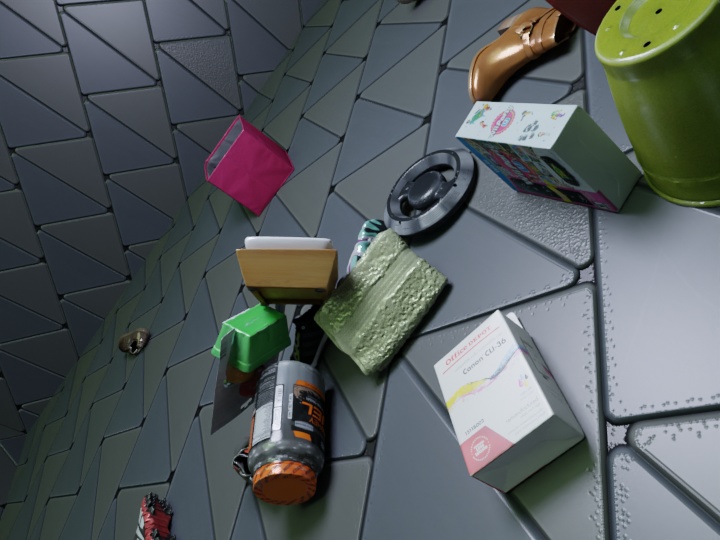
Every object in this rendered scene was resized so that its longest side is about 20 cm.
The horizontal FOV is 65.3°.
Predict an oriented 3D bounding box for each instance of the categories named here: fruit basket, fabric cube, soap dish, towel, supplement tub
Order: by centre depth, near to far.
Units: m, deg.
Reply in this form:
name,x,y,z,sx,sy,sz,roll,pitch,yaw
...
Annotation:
name,x,y,z,sx,sy,sz,roll,pitch,yaw
towel,0.031,0.050,0.891,0.201,0.148,0.036,-50,-14,5
supplement tub,-0.117,0.259,0.907,0.122,0.122,0.202,-39,34,28
soap dish,-0.114,0.008,0.936,0.200,0.154,0.083,99,172,-78
fruit basket,-0.204,0.168,1.009,0.185,0.093,0.203,-31,-37,-56
fabric cube,-0.356,-0.334,1.787,0.201,0.198,0.197,-49,30,11

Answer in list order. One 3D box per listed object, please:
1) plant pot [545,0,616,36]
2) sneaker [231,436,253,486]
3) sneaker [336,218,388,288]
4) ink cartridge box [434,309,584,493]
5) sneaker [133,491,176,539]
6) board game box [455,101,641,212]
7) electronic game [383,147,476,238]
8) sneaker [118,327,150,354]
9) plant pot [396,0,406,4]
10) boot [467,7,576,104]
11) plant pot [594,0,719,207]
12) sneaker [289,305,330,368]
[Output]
name,x,y,z,sx,sy,sz,roll,pitch,yaw
plant pot,0.387,-0.438,0.771,0.198,0.175,0.203,-9,54,53
sneaker,-0.189,0.330,0.989,0.199,0.081,0.078,3,63,57
sneaker,0.000,0.000,1.038,0.141,0.077,0.201,-58,2,38
ink cartridge box,0.159,0.135,0.663,0.116,0.067,0.201,-44,31,21
sneaker,-0.436,0.547,1.162,0.099,0.071,0.200,-54,30,-1
board game box,0.241,-0.155,0.745,0.065,0.146,0.200,-57,28,2
electronic game,0.123,-0.144,1.021,0.198,0.042,0.202,-31,36,26
sneaker,-0.844,0.274,2.063,0.199,0.070,0.077,-32,38,38
plant pot,0.174,-0.852,1.523,0.171,0.200,0.203,6,64,40
boot,0.283,-0.382,0.987,0.154,0.073,0.203,17,78,56
plant pot,0.347,-0.205,0.583,0.200,0.192,0.203,-37,34,31
sneaker,-0.106,0.123,1.065,0.202,0.082,0.071,-60,29,-6
